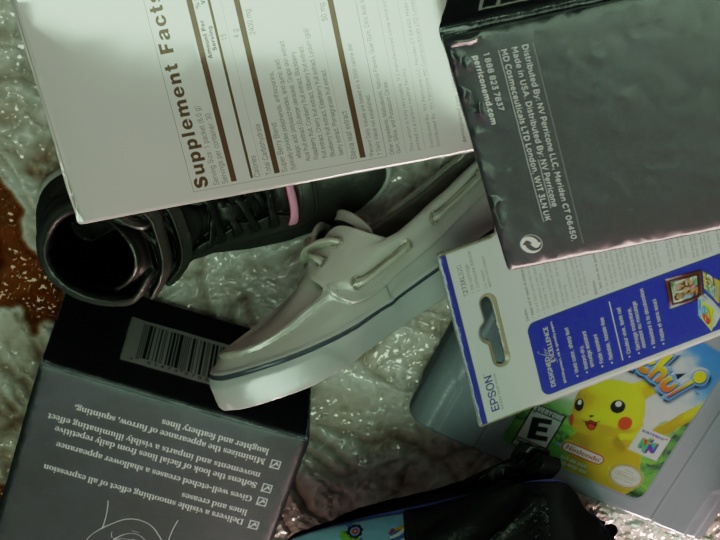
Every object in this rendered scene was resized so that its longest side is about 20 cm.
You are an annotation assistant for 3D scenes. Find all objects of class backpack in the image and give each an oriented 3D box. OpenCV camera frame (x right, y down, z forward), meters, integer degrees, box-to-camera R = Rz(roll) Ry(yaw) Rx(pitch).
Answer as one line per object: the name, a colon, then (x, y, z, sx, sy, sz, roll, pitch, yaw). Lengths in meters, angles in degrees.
backpack: (0.046, 0.200, 0.900, 0.198, 0.136, 0.183, -15, 151, 16)

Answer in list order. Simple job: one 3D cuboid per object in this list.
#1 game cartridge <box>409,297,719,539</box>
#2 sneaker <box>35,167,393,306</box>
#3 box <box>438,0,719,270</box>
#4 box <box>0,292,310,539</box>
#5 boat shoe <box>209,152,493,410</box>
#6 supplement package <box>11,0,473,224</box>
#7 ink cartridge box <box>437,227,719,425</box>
game cartridge: (0.144, 0.066, 0.911, 0.199, 0.041, 0.134, 23, 110, -11)
sneaker: (-0.079, -0.026, 0.831, 0.198, 0.099, 0.071, -8, 114, 3)
box: (0.153, -0.110, 0.718, 0.197, 0.200, 0.124, -12, 116, 16)
box: (-0.125, 0.128, 0.902, 0.147, 0.107, 0.201, 17, 114, -8)
boat shoe: (0.000, 0.000, 0.832, 0.199, 0.072, 0.066, -30, 104, -11)
supplement package: (-0.050, -0.115, 0.775, 0.198, 0.121, 0.121, -10, 116, 6)
ink cartridge box: (0.136, 0.001, 0.828, 0.199, 0.037, 0.095, -20, 106, -15)
